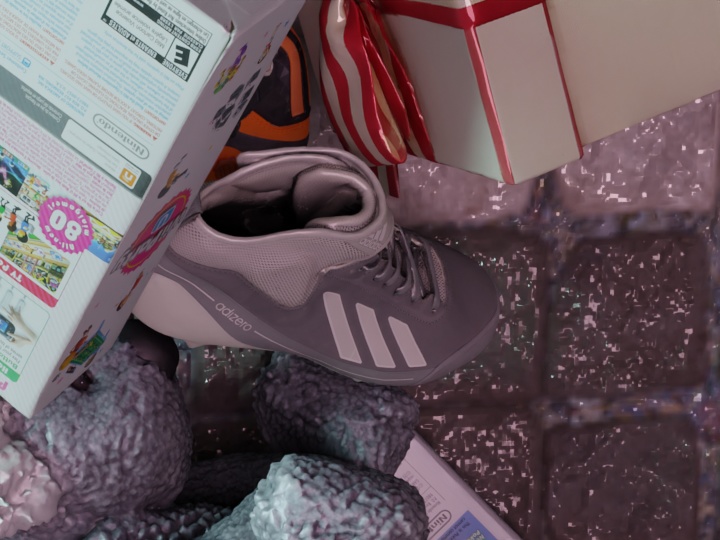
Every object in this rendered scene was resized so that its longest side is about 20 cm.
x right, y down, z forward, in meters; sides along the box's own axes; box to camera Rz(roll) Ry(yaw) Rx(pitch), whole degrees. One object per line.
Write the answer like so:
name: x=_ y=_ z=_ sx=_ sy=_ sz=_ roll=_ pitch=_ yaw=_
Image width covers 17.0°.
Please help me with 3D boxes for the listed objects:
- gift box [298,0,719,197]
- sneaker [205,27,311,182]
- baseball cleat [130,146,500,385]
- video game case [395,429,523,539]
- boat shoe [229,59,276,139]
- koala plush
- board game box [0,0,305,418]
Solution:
gift box: x=0.054 y=-0.136 z=0.968 sx=0.187 sy=0.200 sz=0.185 roll=-23 pitch=104 yaw=-21
sneaker: x=-0.115 y=-0.044 z=1.005 sx=0.200 sy=0.078 sz=0.112 roll=-12 pitch=115 yaw=1
baseball cleat: x=0.000 y=0.000 z=0.974 sx=0.200 sy=0.106 sz=0.070 roll=3 pitch=62 yaw=-41
video game case: x=-0.012 y=0.178 z=1.107 sx=0.200 sy=0.022 sz=0.182 roll=-44 pitch=107 yaw=0
boat shoe: x=-0.100 y=-0.133 z=0.908 sx=0.060 sy=0.076 sz=0.200 roll=-44 pitch=122 yaw=-28
koala plush: x=-0.101 y=0.093 z=0.984 sx=0.200 sy=0.177 sz=0.184 roll=34 pitch=103 yaw=-12
board game box: x=-0.126 y=-0.065 z=0.867 sx=0.148 sy=0.064 sz=0.200 roll=38 pitch=128 yaw=6
